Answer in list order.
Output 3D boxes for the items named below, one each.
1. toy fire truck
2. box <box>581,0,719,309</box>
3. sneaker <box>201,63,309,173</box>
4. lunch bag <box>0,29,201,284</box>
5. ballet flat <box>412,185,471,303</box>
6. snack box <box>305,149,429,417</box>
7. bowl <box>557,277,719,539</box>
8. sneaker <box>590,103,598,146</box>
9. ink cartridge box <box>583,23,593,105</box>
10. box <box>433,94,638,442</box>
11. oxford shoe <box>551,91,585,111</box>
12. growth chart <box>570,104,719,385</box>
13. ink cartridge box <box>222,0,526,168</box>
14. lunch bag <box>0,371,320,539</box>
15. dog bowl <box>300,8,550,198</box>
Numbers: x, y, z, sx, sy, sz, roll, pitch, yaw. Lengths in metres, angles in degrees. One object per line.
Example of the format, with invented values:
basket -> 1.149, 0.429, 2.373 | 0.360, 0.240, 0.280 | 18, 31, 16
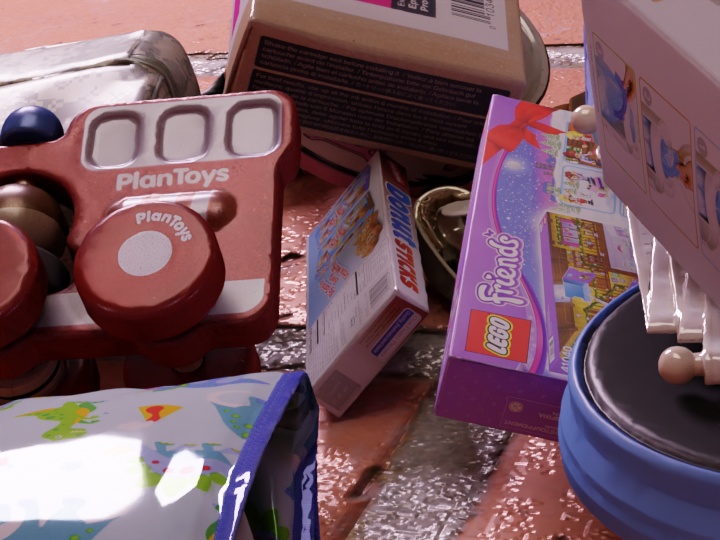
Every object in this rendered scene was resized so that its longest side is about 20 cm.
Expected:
toy fire truck -> -0.130, -0.013, 0.773 | 0.200, 0.112, 0.168 | -4, 53, 8
box -> 0.168, -0.041, 0.534 | 0.112, 0.101, 0.200 | -19, 36, -8
sneaker -> -0.053, -0.109, 1.082 | 0.200, 0.082, 0.078 | -17, 25, -21
lunch bag -> -0.190, -0.042, 0.905 | 0.200, 0.139, 0.168 | -7, 24, 6
ballet flat -> 0.076, 0.005, 0.803 | 0.069, 0.070, 0.200 | -16, 25, -16
snack box -> 0.000, 0.000, 0.837 | 0.024, 0.072, 0.200 | 34, 19, -15
bowl -> 0.172, 0.043, 0.573 | 0.201, 0.039, 0.201 | -8, 25, 4
sneaker -> 0.186, -0.028, 0.695 | 0.200, 0.074, 0.082 | 20, 59, 22
ink cartridge box -> 0.217, -0.102, 0.834 | 0.200, 0.042, 0.119 | -4, 63, 14
box -> 0.114, 0.000, 0.728 | 0.137, 0.039, 0.200 | 13, 40, 1
oxford shoe -> 0.112, -0.047, 0.924 | 0.071, 0.071, 0.200 | -21, 14, 17
growth chart -> 0.166, -0.020, 0.610 | 0.145, 0.018, 0.200 | -10, 36, 5
ink cartridge box -> 0.008, -0.164, 0.953 | 0.165, 0.075, 0.200 | 11, 45, -11
lunch bag -> -0.105, 0.109, 0.552 | 0.170, 0.127, 0.200 | -6, 33, 7
dog bowl -> 0.017, -0.128, 1.026 | 0.200, 0.074, 0.200 | 11, 44, -10
